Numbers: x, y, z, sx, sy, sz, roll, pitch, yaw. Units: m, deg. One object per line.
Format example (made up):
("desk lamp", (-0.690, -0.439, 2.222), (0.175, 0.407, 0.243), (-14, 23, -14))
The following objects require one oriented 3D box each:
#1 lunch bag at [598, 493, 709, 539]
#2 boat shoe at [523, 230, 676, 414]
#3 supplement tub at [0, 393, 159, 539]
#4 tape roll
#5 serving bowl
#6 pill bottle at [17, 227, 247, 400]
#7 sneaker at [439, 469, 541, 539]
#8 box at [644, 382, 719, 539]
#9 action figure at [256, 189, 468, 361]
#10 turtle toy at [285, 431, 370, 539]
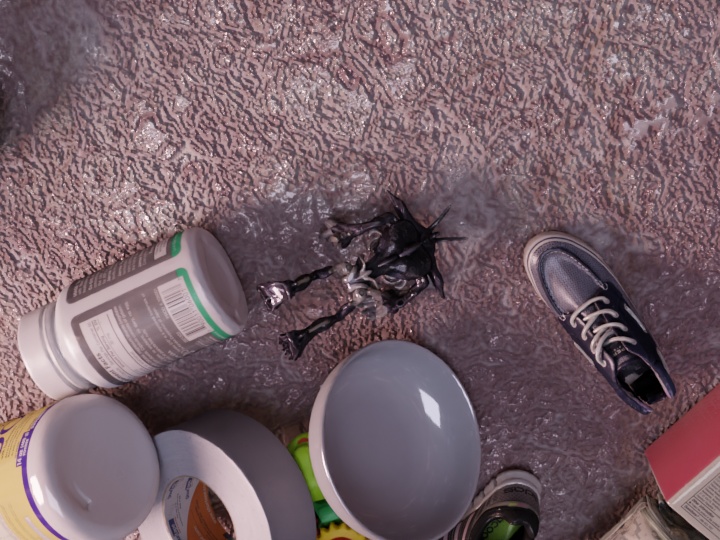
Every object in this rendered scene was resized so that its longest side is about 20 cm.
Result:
("lunch bag", (0.298, 0.352, 1.105), (0.168, 0.139, 0.200), (43, 106, 4))
("boat shoe", (0.236, 0.050, 1.014), (0.075, 0.093, 0.200), (-41, 104, 15))
("supplement tub", (-0.314, 0.212, 1.039), (0.200, 0.145, 0.145), (-21, 109, 34))
("tape roll", (-0.141, 0.245, 1.058), (0.200, 0.066, 0.201), (11, 109, 36))
("serving bowl", (0.025, 0.172, 1.036), (0.200, 0.200, 0.066), (51, 141, -14))
("pill bottle", (-0.221, 0.046, 1.017), (0.200, 0.113, 0.113), (-23, 107, 10))
("sneaker", (0.123, 0.303, 1.112), (0.074, 0.087, 0.200), (35, 107, -10))
("box", (0.407, 0.178, 1.047), (0.128, 0.109, 0.200), (40, 106, -11))
("action figure", (0.000, 0.000, 1.005), (0.200, 0.102, 0.119), (-28, 100, -16))
("turtle toy", (-0.025, 0.251, 1.091), (0.146, 0.101, 0.200), (-19, 108, 8))
